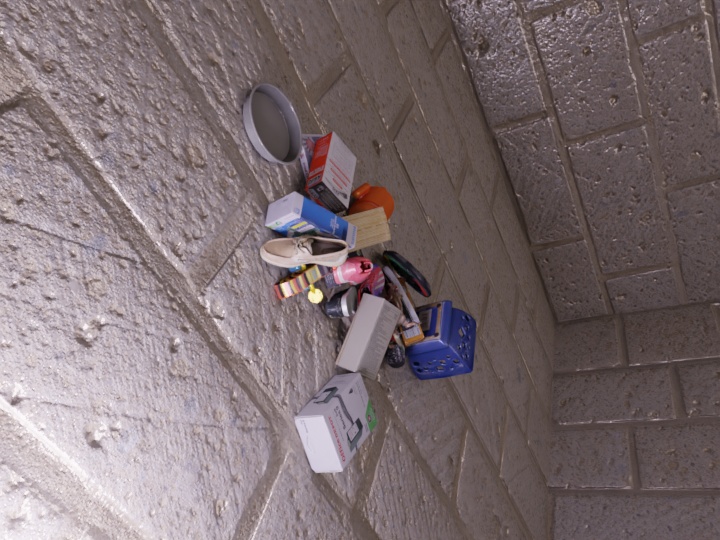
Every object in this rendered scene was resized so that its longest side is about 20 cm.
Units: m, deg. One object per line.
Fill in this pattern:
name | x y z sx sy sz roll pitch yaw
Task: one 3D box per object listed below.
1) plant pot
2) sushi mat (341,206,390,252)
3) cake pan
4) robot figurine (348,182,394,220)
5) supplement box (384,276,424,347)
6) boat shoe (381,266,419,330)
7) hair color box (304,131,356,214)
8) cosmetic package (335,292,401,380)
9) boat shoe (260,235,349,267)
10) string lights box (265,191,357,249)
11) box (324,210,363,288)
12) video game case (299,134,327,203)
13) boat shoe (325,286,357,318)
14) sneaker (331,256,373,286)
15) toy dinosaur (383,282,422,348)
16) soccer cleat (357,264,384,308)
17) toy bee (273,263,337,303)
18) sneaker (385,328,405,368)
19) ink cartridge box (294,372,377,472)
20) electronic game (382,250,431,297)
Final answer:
plant pot | 0.242 0.215 1.787 0.180 0.199 0.201 45 43 -35
sushi mat | 0.004 -0.108 1.502 0.199 0.012 0.097 -19 98 -41
cake pan | -0.213 -0.351 1.346 0.200 0.036 0.202 31 53 -53
robot figurine | 0.029 -0.173 1.632 0.201 0.115 0.145 -61 165 -50
supplement box | 0.131 0.127 1.688 0.067 0.068 0.202 79 -5 -74
boat shoe | 0.105 0.082 1.633 0.201 0.056 0.069 61 -6 13
hair color box | -0.075 -0.255 1.462 0.111 0.063 0.201 44 38 -35
cosmetic package | 0.023 0.173 1.455 0.103 0.073 0.202 36 72 -50
boat shoe | -0.124 -0.050 1.248 0.065 0.198 0.073 112 -20 -61
string lights box | -0.113 -0.106 1.316 0.199 0.102 0.060 27 60 -38
box | -0.067 -0.075 1.489 0.161 0.049 0.202 -36 110 -55
video game case | -0.100 -0.285 1.538 0.200 0.023 0.184 -25 101 -60
boat shoe | -0.046 0.083 1.448 0.200 0.060 0.077 12 72 -81
sneaker | 0.000 0.000 1.430 0.200 0.086 0.075 -9 89 -69
toy dinosaur | 0.076 0.136 1.567 0.136 0.200 0.086 53 25 22
soccer cleat | 0.027 0.046 1.574 0.077 0.066 0.201 70 23 -43
toy bee | -0.116 -0.003 1.316 0.131 0.108 0.201 55 36 -31
sneaker | 0.082 0.188 1.654 0.093 0.070 0.202 -15 85 -86
ink cartridge box | -0.053 0.356 1.314 0.200 0.083 0.147 -38 112 -58
electronic game | 0.144 0.010 1.725 0.042 0.200 0.200 -45 131 -6
